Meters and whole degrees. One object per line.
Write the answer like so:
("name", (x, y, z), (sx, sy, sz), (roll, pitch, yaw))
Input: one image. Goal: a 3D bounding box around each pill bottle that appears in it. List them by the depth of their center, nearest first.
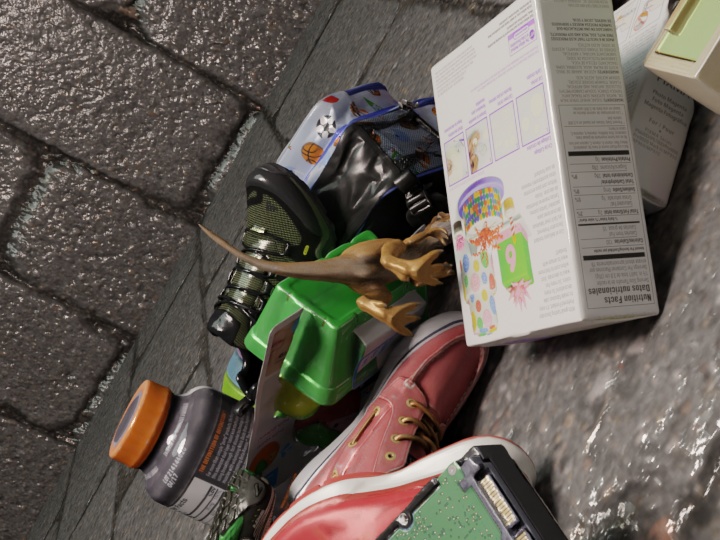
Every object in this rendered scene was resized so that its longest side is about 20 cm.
("pill bottle", (-0.109, 0.165, 0.939), (0.106, 0.200, 0.106), (-54, 17, 25))

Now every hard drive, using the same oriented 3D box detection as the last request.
("hard drive", (0.040, 0.203, 0.560), (0.200, 0.038, 0.140), (-53, 54, 28))

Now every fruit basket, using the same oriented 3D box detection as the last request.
("fruit basket", (-0.015, 0.080, 0.856), (0.185, 0.094, 0.201), (-32, -40, -42))

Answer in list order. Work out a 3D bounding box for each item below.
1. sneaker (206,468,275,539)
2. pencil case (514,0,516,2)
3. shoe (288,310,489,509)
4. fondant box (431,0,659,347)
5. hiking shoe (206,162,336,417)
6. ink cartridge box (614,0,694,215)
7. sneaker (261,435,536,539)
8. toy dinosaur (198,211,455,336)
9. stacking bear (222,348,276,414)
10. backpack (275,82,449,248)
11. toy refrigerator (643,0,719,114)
("sneaker", (-0.070, 0.222, 0.835), (0.200, 0.085, 0.078), (91, -169, -45))
("pencil case", (0.175, -0.247, 0.938), (0.201, 0.091, 0.094), (-66, 15, -5))
("shoe", (0.035, 0.121, 0.777), (0.200, 0.071, 0.091), (-49, 26, -5))
("fondant box", (0.111, -0.059, 0.708), (0.144, 0.058, 0.201), (156, 110, -66))
("hiking shoe", (-0.073, 0.018, 0.879), (0.076, 0.201, 0.101), (12, 27, 39))
("ink cartridge box", (0.177, -0.117, 0.790), (0.200, 0.057, 0.162), (-64, 15, -21))
("sneaker", (0.012, 0.177, 0.652), (0.200, 0.078, 0.116), (-33, 22, 20))
("toy dinosaur", (0.000, 0.000, 0.771), (0.106, 0.199, 0.061), (32, 124, 50))
("stacking bear", (-0.087, 0.141, 1.093), (0.114, 0.121, 0.201), (28, 106, 35))
("backpack", (0.017, -0.070, 0.972), (0.190, 0.154, 0.200), (-17, -23, -47))
("toy refrigerator", (0.248, -0.186, 0.626), (0.200, 0.070, 0.076), (-60, 16, 10))
